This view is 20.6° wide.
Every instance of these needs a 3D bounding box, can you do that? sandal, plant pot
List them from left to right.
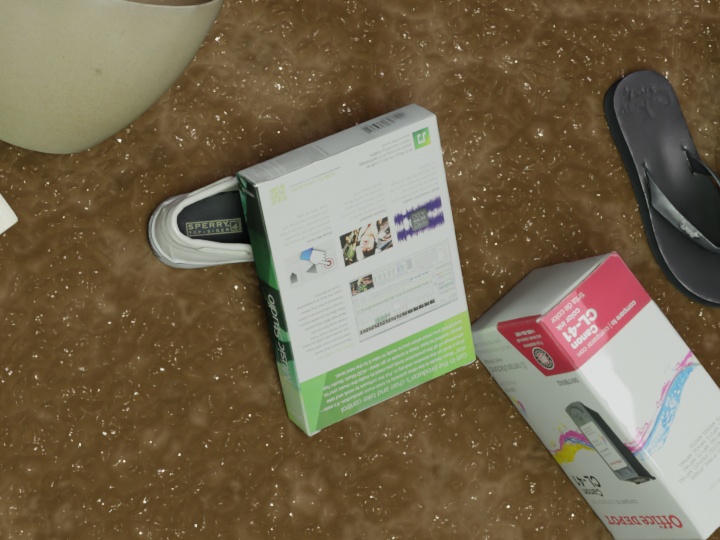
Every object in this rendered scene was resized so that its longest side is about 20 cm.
[{"bbox_3d":[-0.202,-0.157,1.311,0.199,0.201,0.135,12,115,-19],"label":"plant pot"},{"bbox_3d":[0.248,-0.059,1.524,0.076,0.043,0.201,-31,94,-21],"label":"sandal"}]

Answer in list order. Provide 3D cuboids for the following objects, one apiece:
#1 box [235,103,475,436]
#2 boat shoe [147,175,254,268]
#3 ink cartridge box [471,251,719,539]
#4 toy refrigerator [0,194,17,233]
[{"bbox_3d":[0.000,0.000,1.385,0.144,0.036,0.201,-22,118,-22],"label":"box"},{"bbox_3d":[-0.049,-0.044,1.400,0.199,0.066,0.072,-5,85,-21],"label":"boat shoe"},{"bbox_3d":[0.184,0.093,1.427,0.086,0.148,0.200,-39,96,-20],"label":"ink cartridge box"},{"bbox_3d":[-0.318,-0.089,1.305,0.076,0.070,0.200,-38,97,-20],"label":"toy refrigerator"}]
